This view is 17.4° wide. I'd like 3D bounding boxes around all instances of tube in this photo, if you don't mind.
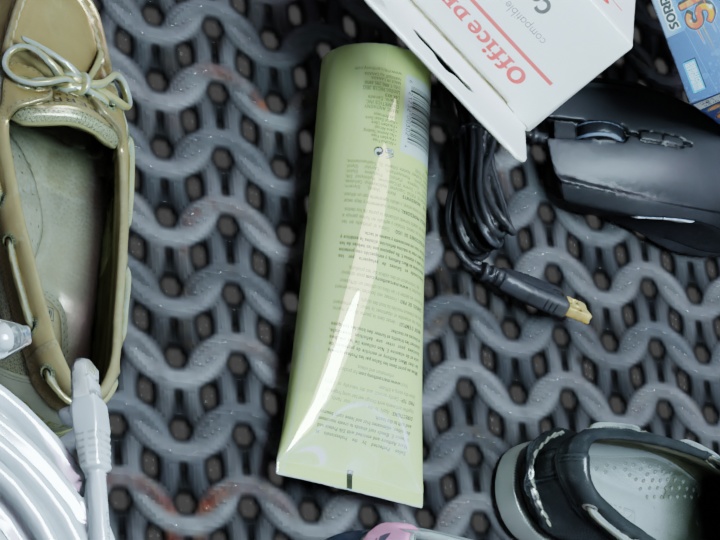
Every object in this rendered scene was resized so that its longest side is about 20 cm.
[{"bbox_3d":[0.000,0.000,1.030,0.058,0.052,0.200,0,71,6],"label":"tube"}]

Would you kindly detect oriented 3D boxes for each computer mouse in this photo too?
[{"bbox_3d":[0.126,-0.036,1.138,0.200,0.046,0.141,22,59,-30],"label":"computer mouse"}]

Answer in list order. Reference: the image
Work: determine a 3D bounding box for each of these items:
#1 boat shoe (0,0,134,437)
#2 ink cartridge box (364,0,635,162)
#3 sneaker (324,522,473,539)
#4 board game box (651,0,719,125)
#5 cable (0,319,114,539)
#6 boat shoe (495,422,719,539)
[{"bbox_3d":[-0.119,-0.033,0.935,0.073,0.063,0.201,17,63,-32],"label":"boat shoe"},{"bbox_3d":[0.066,-0.145,1.071,0.116,0.067,0.200,44,26,-17],"label":"ink cartridge box"},{"bbox_3d":[0.065,0.154,0.992,0.200,0.082,0.070,17,61,-33],"label":"sneaker"},{"bbox_3d":[0.156,-0.166,1.142,0.135,0.034,0.200,17,52,-68],"label":"board game box"},{"bbox_3d":[-0.161,0.118,0.707,0.200,0.069,0.200,-1,75,-39],"label":"cable"},{"bbox_3d":[0.156,0.119,1.092,0.200,0.060,0.076,14,64,-33],"label":"boat shoe"}]
